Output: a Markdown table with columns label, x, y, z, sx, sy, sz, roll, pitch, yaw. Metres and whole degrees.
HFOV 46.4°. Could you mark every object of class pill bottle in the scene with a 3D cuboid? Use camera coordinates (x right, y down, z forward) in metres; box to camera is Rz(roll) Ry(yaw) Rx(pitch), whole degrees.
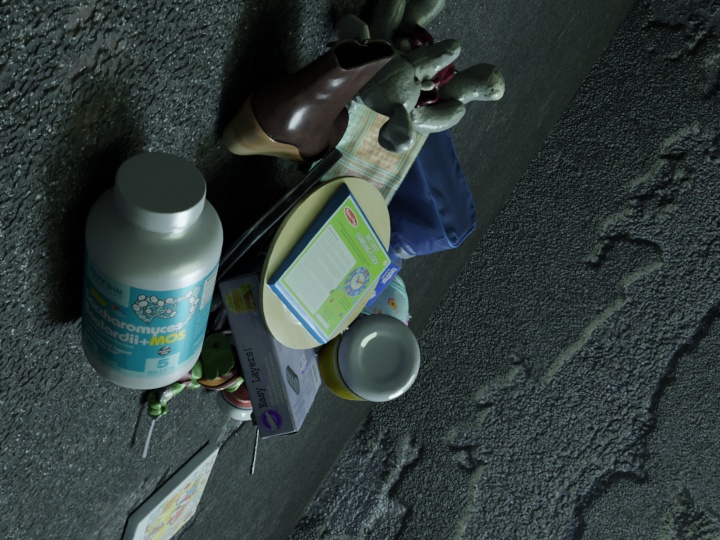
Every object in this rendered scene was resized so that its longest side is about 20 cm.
| label | x | y | z | sx | sy | sz | roll | pitch | yaw |
| --- | --- | --- | --- | --- | --- | --- | --- | --- | --- |
| pill bottle | -0.176 | 0.000 | 0.706 | 0.111 | 0.110 | 0.201 | -45 | 162 | -44 |
| pill bottle | 0.002 | 0.122 | 1.159 | 0.113 | 0.112 | 0.200 | -53 | -172 | -15 |

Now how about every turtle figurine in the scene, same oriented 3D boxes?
| label | x | y | z | sx | sy | sz | roll | pitch | yaw |
| --- | --- | --- | --- | --- | --- | --- | --- | --- | --- |
| turtle figurine | -0.181 | 0.156 | 1.002 | 0.201 | 0.143 | 0.194 | -57 | 163 | -15 |

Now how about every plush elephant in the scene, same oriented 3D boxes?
| label | x | y | z | sx | sy | sz | roll | pitch | yaw |
| --- | --- | --- | --- | --- | --- | --- | --- | --- | --- |
| plush elephant | 0.051 | -0.218 | 0.917 | 0.198 | 0.166 | 0.155 | -28 | -167 | 6 |

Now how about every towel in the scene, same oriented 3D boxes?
| label | x | y | z | sx | sy | sz | roll | pitch | yaw |
| --- | --- | --- | --- | --- | --- | --- | --- | --- | --- |
| towel | 0.028 | -0.185 | 1.051 | 0.145 | 0.022 | 0.202 | 18 | 110 | -34 |

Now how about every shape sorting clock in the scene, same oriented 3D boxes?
| label | x | y | z | sx | sy | sz | roll | pitch | yaw |
| --- | --- | --- | --- | --- | --- | --- | --- | --- | --- |
| shape sorting clock | -0.037 | -0.008 | 0.925 | 0.199 | 0.039 | 0.202 | -29 | 135 | -34 |

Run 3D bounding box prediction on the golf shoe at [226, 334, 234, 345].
| label | x | y | z | sx | sy | sz | roll | pitch | yaw |
| --- | --- | --- | --- | --- | --- | --- | --- | --- | --- |
| golf shoe | -0.126 | 0.046 | 1.138 | 0.200 | 0.092 | 0.073 | -41 | -158 | 1 |

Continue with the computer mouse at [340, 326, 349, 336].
| label | x | y | z | sx | sy | sz | roll | pitch | yaw |
| --- | --- | --- | --- | --- | --- | --- | --- | --- | --- |
| computer mouse | 0.000 | 0.000 | 1.070 | 0.200 | 0.045 | 0.143 | -59 | 155 | -63 |

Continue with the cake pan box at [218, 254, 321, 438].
| label | x | y | z | sx | sy | sz | roll | pitch | yaw |
| --- | --- | --- | --- | --- | --- | --- | --- | --- | --- |
| cake pan box | -0.101 | 0.078 | 1.005 | 0.200 | 0.051 | 0.187 | -63 | 141 | -78 |

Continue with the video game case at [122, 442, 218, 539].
| label | x | y | z | sx | sy | sz | roll | pitch | yaw |
| --- | --- | --- | --- | --- | --- | --- | --- | --- | --- |
| video game case | -0.313 | 0.392 | 1.346 | 0.200 | 0.023 | 0.183 | -41 | 160 | -53 |

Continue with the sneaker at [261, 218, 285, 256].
| label | x | y | z | sx | sy | sz | roll | pitch | yaw |
| --- | --- | --- | --- | --- | --- | --- | --- | --- | --- |
| sneaker | -0.059 | -0.040 | 1.028 | 0.071 | 0.080 | 0.200 | -45 | -175 | 19 |

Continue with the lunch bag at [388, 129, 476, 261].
| label | x | y | z | sx | sy | sz | roll | pitch | yaw |
| --- | --- | --- | --- | --- | --- | --- | --- | --- | --- |
| lunch bag | 0.065 | -0.120 | 1.198 | 0.131 | 0.203 | 0.136 | -14 | -169 | 31 |

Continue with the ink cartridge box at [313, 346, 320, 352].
| label | x | y | z | sx | sy | sz | roll | pitch | yaw |
| --- | --- | --- | --- | --- | --- | --- | --- | --- | --- |
| ink cartridge box | -0.061 | 0.059 | 1.224 | 0.200 | 0.043 | 0.199 | -49 | -168 | 34 |

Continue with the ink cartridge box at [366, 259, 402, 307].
| label | x | y | z | sx | sy | sz | roll | pitch | yaw |
| --- | --- | --- | --- | --- | --- | --- | --- | --- | --- |
| ink cartridge box | 0.028 | -0.044 | 1.327 | 0.094 | 0.044 | 0.201 | -51 | -162 | 34 |

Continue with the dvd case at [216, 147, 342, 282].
| label | x | y | z | sx | sy | sz | roll | pitch | yaw |
| --- | --- | --- | --- | --- | --- | --- | --- | --- | --- |
| dvd case | -0.108 | -0.046 | 0.918 | 0.149 | 0.016 | 0.200 | -48 | -173 | -36 |

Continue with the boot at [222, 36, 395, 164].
| label | x | y | z | sx | sy | sz | roll | pitch | yaw |
| --- | --- | --- | --- | --- | --- | --- | --- | --- | --- |
| boot | -0.025 | -0.168 | 0.823 | 0.165 | 0.073 | 0.199 | -27 | 179 | 35 |

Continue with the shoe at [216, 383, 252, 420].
| label | x | y | z | sx | sy | sz | roll | pitch | yaw |
| --- | --- | --- | --- | --- | --- | --- | --- | --- | --- |
| shoe | -0.151 | 0.152 | 1.284 | 0.092 | 0.071 | 0.200 | -62 | 172 | 17 |

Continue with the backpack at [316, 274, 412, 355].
| label | x | y | z | sx | sy | sz | roll | pitch | yaw |
| --- | --- | --- | --- | --- | --- | --- | --- | --- | --- |
| backpack | 0.000 | 0.072 | 1.431 | 0.201 | 0.173 | 0.155 | 97 | 12 | -65 |
